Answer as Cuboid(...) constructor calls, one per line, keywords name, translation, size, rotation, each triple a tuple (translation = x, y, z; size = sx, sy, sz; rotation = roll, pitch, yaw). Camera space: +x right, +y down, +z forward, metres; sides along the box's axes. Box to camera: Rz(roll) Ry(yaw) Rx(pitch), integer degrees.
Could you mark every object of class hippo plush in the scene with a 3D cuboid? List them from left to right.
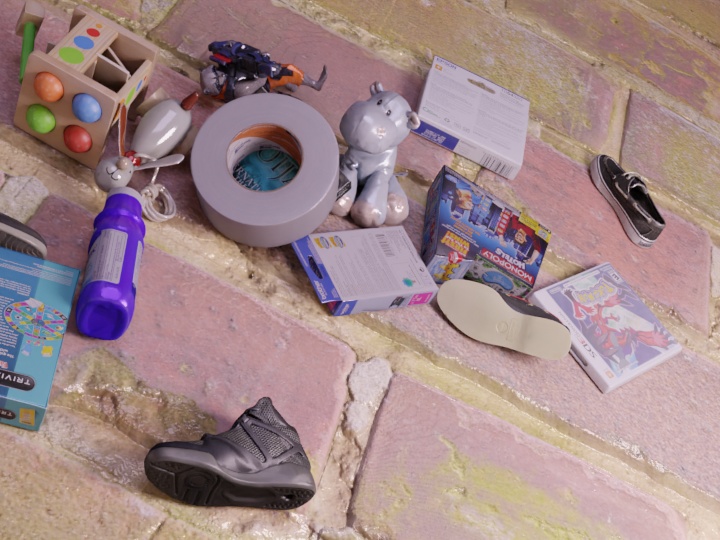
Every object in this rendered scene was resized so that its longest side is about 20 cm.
Cuboid(name="hippo plush", translation=(0.032, -0.169, 1.604), size=(0.199, 0.162, 0.160), rotation=(-25, 65, -43))

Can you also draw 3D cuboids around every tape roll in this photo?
Cuboid(name="tape roll", translation=(-0.126, -0.135, 1.483), size=(0.196, 0.066, 0.204), rotation=(1, 65, -1))

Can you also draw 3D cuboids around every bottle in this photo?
Cuboid(name="bottle", translation=(-0.294, -0.015, 1.322), size=(0.064, 0.084, 0.202), rotation=(15, 45, -17))

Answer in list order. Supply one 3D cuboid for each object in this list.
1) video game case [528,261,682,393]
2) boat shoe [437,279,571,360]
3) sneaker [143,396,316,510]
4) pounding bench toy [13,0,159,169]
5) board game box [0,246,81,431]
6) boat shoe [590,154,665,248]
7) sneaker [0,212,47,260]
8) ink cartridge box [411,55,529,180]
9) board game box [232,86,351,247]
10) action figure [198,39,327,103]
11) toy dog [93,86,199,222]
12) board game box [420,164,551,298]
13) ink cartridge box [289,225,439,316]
Cuboid(name="video game case", translation=(0.373, 0.081, 1.674), size=(0.198, 0.023, 0.183), rotation=(-18, 61, -41))
Cuboid(name="boat shoe", translation=(0.200, 0.069, 1.557), size=(0.198, 0.075, 0.063), rotation=(22, 5, 4))
Cuboid(name="sneaker", translation=(-0.147, 0.196, 1.218), size=(0.196, 0.077, 0.115), rotation=(10, 44, -27))
Cuboid(name="pounding bench toy", translation=(-0.397, -0.257, 1.460), size=(0.198, 0.125, 0.157), rotation=(29, 42, -3))
Cuboid(name="board game box", translation=(-0.401, 0.065, 1.209), size=(0.149, 0.047, 0.202), rotation=(17, 44, -16))
Cuboid(name="boat shoe", translation=(0.465, -0.134, 1.903), size=(0.070, 0.064, 0.202), rotation=(-2, 52, -32))
Cuboid(name="sneaker", translation=(-0.452, -0.077, 1.291), size=(0.197, 0.075, 0.107), rotation=(20, 46, -11))
Cuboid(name="ink cartridge box", translation=(0.190, -0.262, 1.878), size=(0.194, 0.044, 0.201), rotation=(25, 40, -6))
Cuboid(name="board game box", translation=(-0.125, -0.147, 1.543), size=(0.135, 0.028, 0.200), rotation=(-39, 73, -14))
Cuboid(name="action figure", translation=(-0.147, -0.279, 1.646), size=(0.190, 0.106, 0.200), rotation=(-4, 22, -26))
Cuboid(name="toy dog", translation=(-0.266, -0.176, 1.453), size=(0.131, 0.096, 0.202), rotation=(30, 44, -25))
Cuboid(name="board game box", translation=(0.168, -0.035, 1.633), size=(0.198, 0.062, 0.201), rotation=(31, 43, -1))
Cuboid(name="ink cartridge box", translation=(0.000, 0.000, 1.516), size=(0.197, 0.042, 0.120), rotation=(-5, 53, -37))
